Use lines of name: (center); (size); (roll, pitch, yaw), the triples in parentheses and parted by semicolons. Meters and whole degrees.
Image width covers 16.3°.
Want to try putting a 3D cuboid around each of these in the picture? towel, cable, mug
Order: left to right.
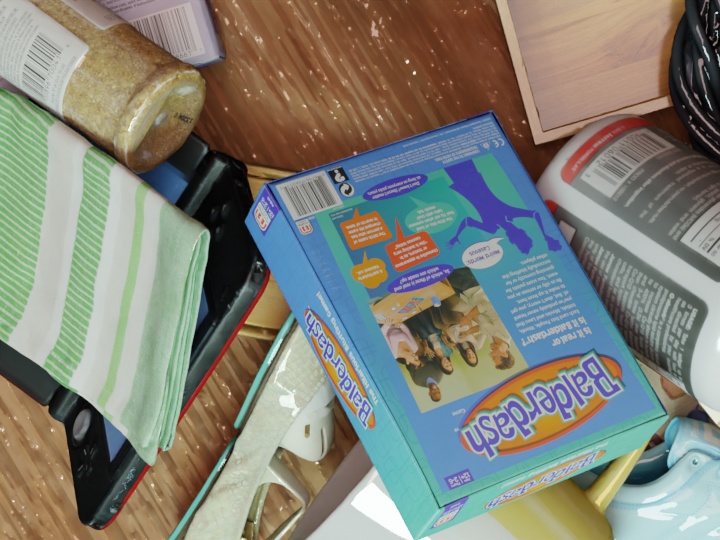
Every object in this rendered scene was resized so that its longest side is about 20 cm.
towel: (-0.163, -0.004, 1.371); (0.200, 0.023, 0.153); (36, 128, 33)
mug: (0.071, 0.137, 1.386); (0.153, 0.150, 0.187); (41, 124, -3)
cable: (0.255, -0.118, 1.416); (0.162, 0.051, 0.201); (23, 94, 1)

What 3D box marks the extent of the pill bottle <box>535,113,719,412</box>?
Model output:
pill bottle: (0.192, 0.007, 1.381); (0.200, 0.116, 0.116); (36, 94, 33)

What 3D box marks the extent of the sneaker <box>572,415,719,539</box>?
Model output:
sneaker: (0.210, 0.123, 1.444); (0.198, 0.074, 0.083); (-11, 111, 3)

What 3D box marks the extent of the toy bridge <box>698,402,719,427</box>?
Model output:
toy bridge: (0.272, 0.017, 1.441); (0.200, 0.067, 0.027); (-40, 91, 17)

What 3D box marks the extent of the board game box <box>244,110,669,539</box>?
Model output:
board game box: (0.050, 0.025, 1.332); (0.151, 0.045, 0.201); (-18, 69, -28)

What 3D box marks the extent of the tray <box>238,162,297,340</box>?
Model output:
tray: (0.000, 0.000, 1.469); (0.198, 0.037, 0.099); (11, 94, 3)

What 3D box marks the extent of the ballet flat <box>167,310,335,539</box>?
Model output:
ballet flat: (-0.047, 0.103, 1.446); (0.062, 0.067, 0.201); (31, 121, 5)

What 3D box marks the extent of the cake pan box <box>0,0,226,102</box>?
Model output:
cake pan box: (-0.190, -0.184, 1.468); (0.199, 0.052, 0.186); (-18, 94, 3)

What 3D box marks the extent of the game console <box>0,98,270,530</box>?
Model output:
game console: (-0.156, 0.012, 1.417); (0.118, 0.173, 0.201); (22, 116, -25)

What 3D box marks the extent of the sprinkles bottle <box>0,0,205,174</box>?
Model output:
sprinkles bottle: (-0.178, -0.132, 1.381); (0.200, 0.068, 0.068); (36, 94, 21)

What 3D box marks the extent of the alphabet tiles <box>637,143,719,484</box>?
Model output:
alphabet tiles: (0.186, 0.026, 1.483); (0.199, 0.006, 0.167); (-29, 91, 3)

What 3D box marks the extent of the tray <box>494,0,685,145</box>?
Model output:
tray: (0.184, -0.148, 1.461); (0.198, 0.037, 0.099); (-16, 92, 4)
